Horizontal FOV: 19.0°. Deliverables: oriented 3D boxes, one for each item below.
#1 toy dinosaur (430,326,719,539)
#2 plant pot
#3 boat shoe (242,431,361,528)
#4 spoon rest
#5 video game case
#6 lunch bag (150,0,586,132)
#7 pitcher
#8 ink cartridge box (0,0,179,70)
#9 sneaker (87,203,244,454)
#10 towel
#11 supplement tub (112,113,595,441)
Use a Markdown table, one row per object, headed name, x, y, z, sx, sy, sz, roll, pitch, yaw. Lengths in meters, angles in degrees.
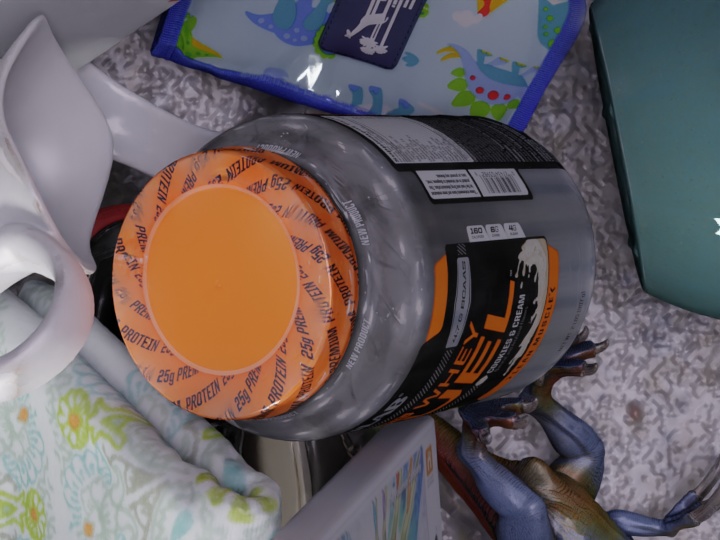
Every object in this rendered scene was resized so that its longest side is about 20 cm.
| name | x | y | z | sx | sy | sz | roll | pitch | yaw |
| --- | --- | --- | --- | --- | --- | --- | --- | --- | --- |
| toy dinosaur | 0.106 | 0.121 | 0.963 | 0.105 | 0.199 | 0.182 | -42 | 122 | -41 |
| plant pot | 0.184 | -0.065 | 0.903 | 0.160 | 0.201 | 0.202 | -12 | 91 | 5 |
| boat shoe | -0.010 | 0.127 | 0.942 | 0.057 | 0.067 | 0.201 | -11 | 96 | -27 |
| spoon rest | -0.148 | -0.084 | 0.923 | 0.199 | 0.061 | 0.100 | 24 | 89 | -7 |
| video game case | 0.005 | 0.167 | 0.826 | 0.022 | 0.200 | 0.183 | -2 | 99 | 16 |
| lunch bag | 0.016 | -0.161 | 0.919 | 0.169 | 0.127 | 0.201 | 17 | 103 | -10 |
| pitcher | -0.192 | 0.005 | 0.810 | 0.199 | 0.172 | 0.122 | -21 | 129 | 8 |
| ink cartridge box | -0.120 | -0.203 | 0.857 | 0.144 | 0.084 | 0.201 | -28 | 71 | 32 |
| sneaker | -0.082 | 0.070 | 0.909 | 0.070 | 0.098 | 0.202 | -10 | 92 | -16 |
| towel | -0.107 | 0.116 | 0.843 | 0.048 | 0.200 | 0.172 | -9 | 120 | -35 |
| supplement tub | 0.000 | 0.000 | 0.842 | 0.122 | 0.200 | 0.123 | 2 | 95 | 31 |
